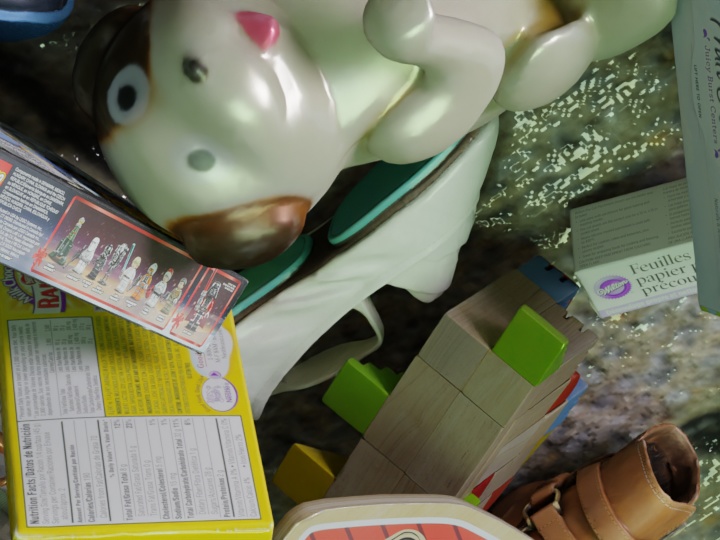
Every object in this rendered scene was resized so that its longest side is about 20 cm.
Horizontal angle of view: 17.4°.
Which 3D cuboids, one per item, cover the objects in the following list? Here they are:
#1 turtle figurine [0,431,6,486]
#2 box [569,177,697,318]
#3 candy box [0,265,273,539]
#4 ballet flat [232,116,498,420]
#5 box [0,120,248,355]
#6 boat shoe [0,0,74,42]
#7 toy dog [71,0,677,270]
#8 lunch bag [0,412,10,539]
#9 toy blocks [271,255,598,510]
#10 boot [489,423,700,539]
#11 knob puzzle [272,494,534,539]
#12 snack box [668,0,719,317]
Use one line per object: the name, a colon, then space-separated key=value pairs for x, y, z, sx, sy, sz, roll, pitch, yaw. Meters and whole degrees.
turtle figurine: x=-0.254 y=0.066 z=1.041 sx=0.200 sy=0.064 sz=0.161 roll=34 pitch=116 yaw=-3
box: x=0.194 y=-0.028 z=1.062 sx=0.199 sy=0.042 sz=0.039 roll=-16 pitch=139 yaw=18
candy box: x=-0.100 y=0.044 z=0.982 sx=0.102 sy=0.200 sz=0.026 roll=-2 pitch=130 yaw=-10
ballet flat: x=0.000 y=0.000 z=1.052 sx=0.200 sy=0.070 sz=0.069 roll=-38 pitch=126 yaw=24
box: x=-0.144 y=-0.036 z=0.902 sx=0.040 sy=0.137 sz=0.200 roll=-58 pitch=152 yaw=0
boat shoe: x=-0.210 y=-0.131 z=0.908 sx=0.199 sy=0.084 sz=0.069 roll=5 pitch=83 yaw=-35
toy dog: x=-0.015 y=-0.091 z=0.913 sx=0.200 sy=0.140 sz=0.194 roll=-32 pitch=177 yaw=-29
lunch bag: x=-0.165 y=0.159 z=1.115 sx=0.200 sy=0.118 sz=0.164 roll=27 pitch=116 yaw=-22
toy blocks: x=0.051 y=0.071 z=1.089 sx=0.100 sy=0.137 sz=0.200 roll=39 pitch=120 yaw=13
boot: x=0.089 y=0.153 z=1.118 sx=0.155 sy=0.200 sz=0.077 roll=-34 pitch=95 yaw=23
knob puzzle: x=0.010 y=0.180 z=0.998 sx=0.219 sy=0.030 sz=0.220 roll=-13 pitch=117 yaw=-26
snack box: x=0.193 y=-0.090 z=0.930 sx=0.142 sy=0.053 sz=0.201 roll=-22 pitch=116 yaw=-27
